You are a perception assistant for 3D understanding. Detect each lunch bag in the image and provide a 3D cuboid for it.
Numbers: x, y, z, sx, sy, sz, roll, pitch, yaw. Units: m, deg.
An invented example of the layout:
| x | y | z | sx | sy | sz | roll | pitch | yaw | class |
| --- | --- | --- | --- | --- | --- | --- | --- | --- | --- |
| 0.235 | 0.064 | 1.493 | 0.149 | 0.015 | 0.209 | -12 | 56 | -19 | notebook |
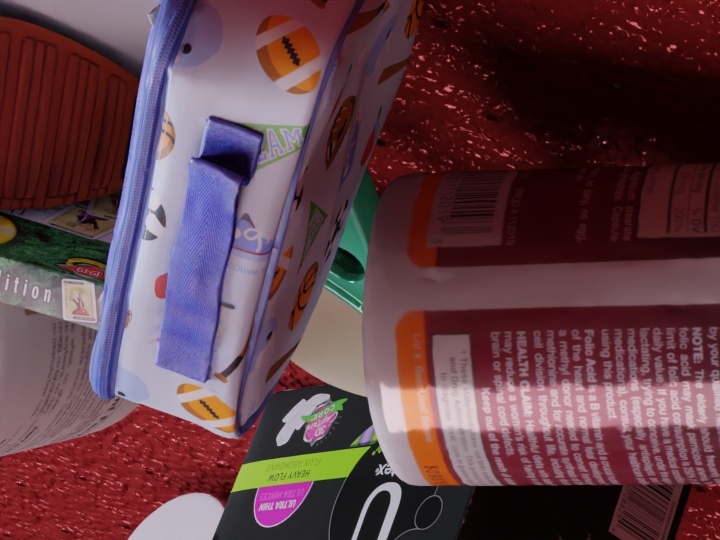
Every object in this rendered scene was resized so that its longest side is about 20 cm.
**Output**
| x | y | z | sx | sy | sz | roll | pitch | yaw | class |
| --- | --- | --- | --- | --- | --- | --- | --- | --- | --- |
| -0.036 | -0.050 | 0.988 | 0.075 | 0.160 | 0.200 | 19 | 133 | 6 | lunch bag |

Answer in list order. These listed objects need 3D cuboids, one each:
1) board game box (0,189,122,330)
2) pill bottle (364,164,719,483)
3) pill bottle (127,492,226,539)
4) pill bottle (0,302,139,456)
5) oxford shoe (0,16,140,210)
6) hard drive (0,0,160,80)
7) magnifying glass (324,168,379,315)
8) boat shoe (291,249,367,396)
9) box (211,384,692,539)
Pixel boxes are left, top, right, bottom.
| x | y | z | sx | sy | sz | roll | pitch | yaw | class |
| --- | --- | --- | --- | --- | --- | --- | --- | --- | --- |
| -0.164 | -0.027 | 1.117 | 0.199 | 0.105 | 0.024 | 16 | 116 | 4 | board game box |
| 0.110 | 0.019 | 1.044 | 0.199 | 0.115 | 0.114 | -1 | 150 | 14 | pill bottle |
| -0.043 | 0.215 | 1.650 | 0.114 | 0.114 | 0.200 | -5 | 145 | 47 | pill bottle |
| -0.143 | 0.018 | 1.235 | 0.114 | 0.115 | 0.200 | 11 | -170 | 26 | pill bottle |
| -0.171 | -0.068 | 1.092 | 0.199 | 0.071 | 0.072 | 9 | -173 | -32 | oxford shoe |
| -0.146 | -0.103 | 1.106 | 0.199 | 0.027 | 0.132 | 3 | 162 | 12 | hard drive |
| 0.000 | 0.000 | 1.148 | 0.079 | 0.022 | 0.200 | -12 | 127 | 50 | magnifying glass |
| 0.034 | 0.008 | 1.209 | 0.200 | 0.063 | 0.071 | -6 | 132 | 48 | boat shoe |
| 0.032 | 0.139 | 1.380 | 0.124 | 0.149 | 0.200 | 35 | 153 | -29 | box |
